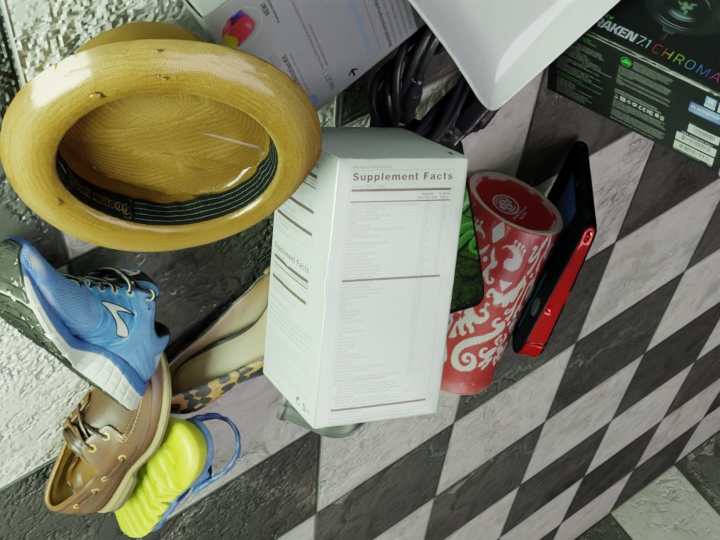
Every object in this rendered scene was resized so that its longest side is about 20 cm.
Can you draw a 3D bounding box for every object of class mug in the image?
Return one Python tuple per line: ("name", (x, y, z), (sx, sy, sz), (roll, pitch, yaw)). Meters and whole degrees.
("mug", (0.117, -0.003, 1.144), (0.131, 0.179, 0.202), (15, 123, -15))

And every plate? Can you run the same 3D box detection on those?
("plate", (0.126, -0.233, 0.768), (0.200, 0.032, 0.199), (-42, 146, 7))

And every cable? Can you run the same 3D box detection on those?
("cable", (0.083, -0.177, 0.886), (0.162, 0.051, 0.201), (-5, 142, -50))

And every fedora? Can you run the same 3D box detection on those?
("fedora", (-0.124, -0.094, 0.679), (0.197, 0.083, 0.202), (-10, 146, -7))

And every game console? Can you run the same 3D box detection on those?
("game console", (0.204, -0.023, 1.152), (0.201, 0.030, 0.179), (-77, -176, -57))

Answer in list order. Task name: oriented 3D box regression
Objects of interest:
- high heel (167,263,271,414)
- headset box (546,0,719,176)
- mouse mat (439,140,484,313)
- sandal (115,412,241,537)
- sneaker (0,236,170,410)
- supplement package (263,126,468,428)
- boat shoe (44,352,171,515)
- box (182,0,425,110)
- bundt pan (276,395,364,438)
("high heel", (-0.107, 0.054, 0.950), (0.141, 0.072, 0.201), (-18, 152, -44))
("headset box", (0.282, -0.212, 0.915), (0.201, 0.173, 0.093), (-49, 157, -21))
("mouse mat", (0.032, -0.031, 0.952), (0.198, 0.164, 0.007), (-14, -173, -39))
("sandal", (-0.175, 0.191, 1.020), (0.086, 0.081, 0.199), (-15, 164, -44))
("sneaker", (-0.204, 0.024, 0.800), (0.090, 0.078, 0.201), (-57, 151, -15))
("supplement package", (0.000, 0.000, 0.827), (0.112, 0.109, 0.204), (-2, 109, -27))
("boat shoe", (-0.219, 0.142, 0.933), (0.067, 0.072, 0.202), (-7, 136, -44))
("box", (-0.014, -0.197, 0.744), (0.199, 0.041, 0.156), (-40, 153, -4))
("bundt pan", (0.003, 0.074, 1.031), (0.204, 0.075, 0.202), (-59, 173, -12))
